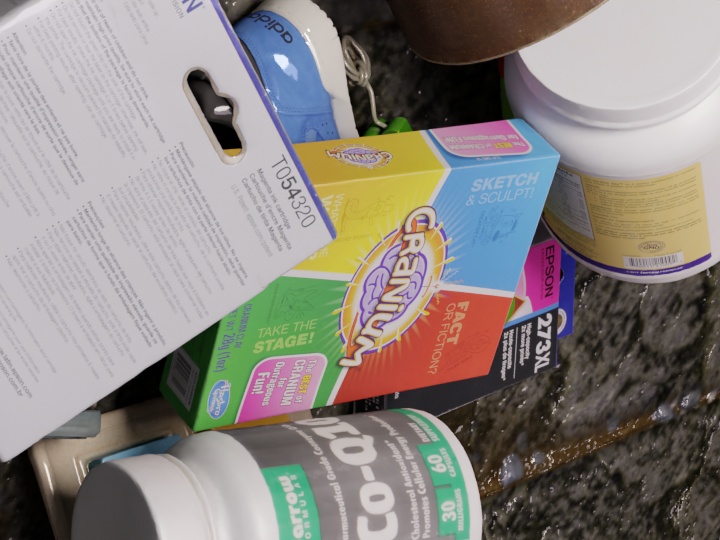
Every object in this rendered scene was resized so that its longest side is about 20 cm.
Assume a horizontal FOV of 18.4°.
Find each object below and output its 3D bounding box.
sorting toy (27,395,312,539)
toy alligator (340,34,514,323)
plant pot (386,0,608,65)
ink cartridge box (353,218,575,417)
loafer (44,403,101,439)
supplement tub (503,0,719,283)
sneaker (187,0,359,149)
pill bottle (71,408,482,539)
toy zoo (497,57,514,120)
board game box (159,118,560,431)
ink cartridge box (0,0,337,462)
[{"bbox_3d":[-0.077,0.156,1.237,0.200,0.036,0.186,-15,85,-42],"label":"sorting toy"},{"bbox_3d":[0.022,-0.045,1.295,0.200,0.054,0.059,57,35,-19],"label":"toy alligator"},{"bbox_3d":[0.050,-0.244,1.162,0.187,0.187,0.200,-48,119,-18],"label":"plant pot"},{"bbox_3d":[0.077,0.030,1.400,0.200,0.037,0.095,-21,121,-40],"label":"ink cartridge box"},{"bbox_3d":[-0.209,0.050,1.110,0.200,0.072,0.063,10,83,-53],"label":"loafer"},{"bbox_3d":[0.160,-0.096,1.275,0.145,0.145,0.200,-51,155,-15],"label":"supplement tub"},{"bbox_3d":[-0.042,-0.040,1.213,0.111,0.077,0.200,-41,128,-32],"label":"sneaker"},{"bbox_3d":[-0.044,0.137,1.177,0.200,0.113,0.113,-5,112,-37],"label":"pill bottle"},{"bbox_3d":[0.133,-0.187,1.365,0.131,0.020,0.200,-28,126,-33],"label":"toy zoo"},{"bbox_3d":[0.000,0.000,1.190,0.200,0.040,0.153,-9,129,-34],"label":"board game box"},{"bbox_3d":[-0.135,-0.039,1.032,0.200,0.043,0.197,-34,125,-11],"label":"ink cartridge box"}]
